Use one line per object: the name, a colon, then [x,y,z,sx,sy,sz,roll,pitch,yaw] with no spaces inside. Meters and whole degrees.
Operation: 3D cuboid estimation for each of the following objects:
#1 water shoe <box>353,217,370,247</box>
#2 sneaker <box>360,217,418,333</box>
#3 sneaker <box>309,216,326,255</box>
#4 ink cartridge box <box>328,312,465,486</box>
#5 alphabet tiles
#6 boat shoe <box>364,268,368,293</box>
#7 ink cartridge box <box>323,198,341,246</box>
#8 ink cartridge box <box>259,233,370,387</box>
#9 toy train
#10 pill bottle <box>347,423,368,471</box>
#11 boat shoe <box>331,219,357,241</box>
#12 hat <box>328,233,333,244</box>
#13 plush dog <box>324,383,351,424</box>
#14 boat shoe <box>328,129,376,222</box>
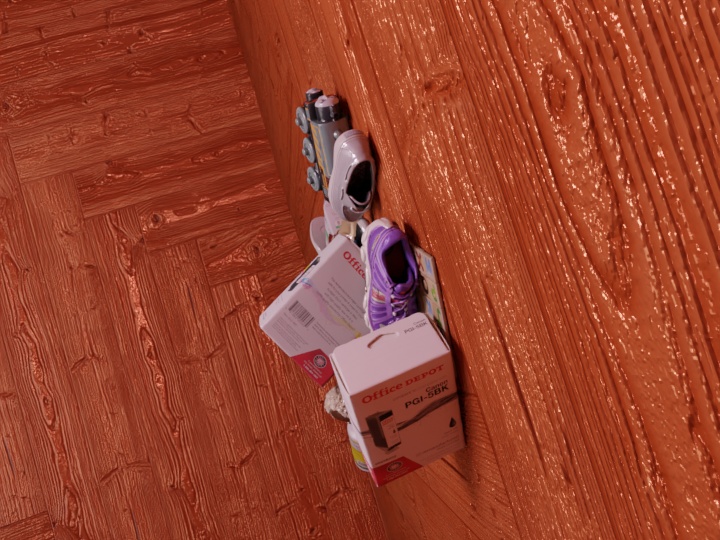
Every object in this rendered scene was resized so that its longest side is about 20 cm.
water shoe: [0.000,0.000,1.034,0.072,0.077,0.203,-118,14,-47]
sneaker: [0.046,0.032,0.791,0.083,0.079,0.204,-138,33,-62]
sneaker: [-0.083,-0.033,1.477,0.119,0.072,0.203,102,149,-59]
ink cartridge box: [0.055,0.178,0.776,0.083,0.144,0.203,-122,13,-52]
alphabet tiles: [0.084,0.038,0.821,0.200,0.007,0.171,-134,28,-70]
boat shoe: [0.048,0.077,0.888,0.072,0.074,0.205,-156,59,-83]
ink cartridge box: [-0.073,-0.131,1.352,0.162,0.049,0.203,93,157,-64]
ink cartridge box: [-0.048,0.062,0.947,0.146,0.200,0.083,46,177,-13]
toy train: [-0.051,-0.209,0.993,0.114,0.084,0.204,38,144,54]
pill bottle: [0.022,0.473,1.642,0.113,0.110,0.203,-119,16,-51]
boat shoe: [-0.026,-0.047,1.112,0.072,0.063,0.205,-129,33,-71]
hat: [-0.011,0.060,1.208,0.164,0.177,0.201,7,143,48]
plush dog: [0.026,0.181,1.022,0.171,0.196,0.164,27,101,64]
boat shoe: [-0.006,-0.130,0.906,0.201,0.070,0.070,105,148,-56]
